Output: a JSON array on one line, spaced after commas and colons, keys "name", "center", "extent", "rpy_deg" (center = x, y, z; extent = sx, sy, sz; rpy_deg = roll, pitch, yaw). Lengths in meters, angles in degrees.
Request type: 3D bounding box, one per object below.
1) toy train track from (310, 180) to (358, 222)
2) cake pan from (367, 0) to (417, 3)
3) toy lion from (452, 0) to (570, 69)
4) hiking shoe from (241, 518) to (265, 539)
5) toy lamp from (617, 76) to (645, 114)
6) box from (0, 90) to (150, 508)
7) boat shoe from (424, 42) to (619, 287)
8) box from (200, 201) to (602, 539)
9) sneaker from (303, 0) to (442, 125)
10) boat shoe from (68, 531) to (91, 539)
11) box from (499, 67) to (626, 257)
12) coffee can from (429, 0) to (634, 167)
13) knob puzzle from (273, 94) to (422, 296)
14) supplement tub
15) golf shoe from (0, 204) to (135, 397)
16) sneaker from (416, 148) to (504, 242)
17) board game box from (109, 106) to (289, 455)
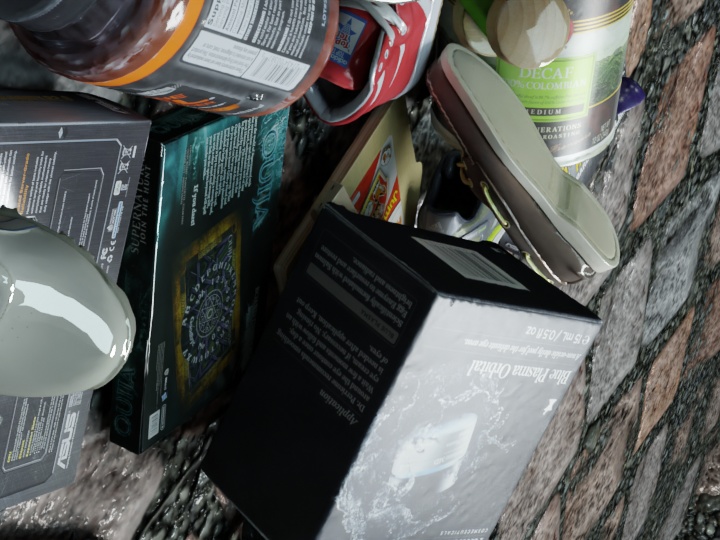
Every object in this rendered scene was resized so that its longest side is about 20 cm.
[{"name": "toy train track", "center": [0.000, 0.000, 0.975], "extent": [0.115, 0.032, 0.201], "rpy_deg": [-57, 149, -17]}, {"name": "cake pan", "center": [0.016, -0.255, 0.791], "extent": [0.198, 0.037, 0.203], "rpy_deg": [-13, 112, -35]}, {"name": "toy lion", "center": [0.075, -0.224, 0.768], "extent": [0.200, 0.069, 0.192], "rpy_deg": [-44, 117, -2]}, {"name": "hiking shoe", "center": [-0.020, 0.164, 1.089], "extent": [0.201, 0.074, 0.087], "rpy_deg": [-53, 151, -30]}, {"name": "toy lamp", "center": [0.170, -0.221, 1.110], "extent": [0.058, 0.058, 0.202], "rpy_deg": [-40, 114, -45]}, {"name": "box", "center": [-0.183, 0.020, 0.655], "extent": [0.158, 0.048, 0.203], "rpy_deg": [-13, 120, -59]}, {"name": "boat shoe", "center": [0.104, -0.068, 0.981], "extent": [0.200, 0.059, 0.072], "rpy_deg": [48, 36, -21]}, {"name": "box", "center": [0.030, 0.082, 0.933], "extent": [0.195, 0.117, 0.202], "rpy_deg": [10, 112, -49]}, {"name": "sneaker", "center": [0.009, -0.186, 0.876], "extent": [0.112, 0.070, 0.202], "rpy_deg": [-41, 146, -51]}, {"name": "boat shoe", "center": [-0.167, 0.192, 0.832], "extent": [0.200, 0.061, 0.076], "rpy_deg": [57, 52, -78]}, {"name": "box", "center": [0.185, -0.133, 1.303], "extent": [0.201, 0.048, 0.159], "rpy_deg": [-58, 154, -22]}, {"name": "coffee can", "center": [0.127, -0.198, 1.017], "extent": [0.146, 0.145, 0.202], "rpy_deg": [-42, 145, -43]}, {"name": "knob puzzle", "center": [-0.009, -0.008, 1.022], "extent": [0.220, 0.030, 0.222], "rpy_deg": [-51, 150, -44]}, {"name": "supplement tub", "center": [-0.097, -0.135, 0.660], "extent": [0.199, 0.106, 0.108], "rpy_deg": [3, 107, -63]}, {"name": "golf shoe", "center": [-0.171, 0.007, 0.521], "extent": [0.198, 0.097, 0.079], "rpy_deg": [24, 97, -25]}, {"name": "sneaker", "center": [0.097, -0.071, 1.122], "extent": [0.082, 0.073, 0.201], "rpy_deg": [87, 23, -45]}, {"name": "board game box", "center": [-0.097, -0.005, 0.850], "extent": [0.135, 0.028, 0.203], "rpy_deg": [-34, 138, -54]}]
